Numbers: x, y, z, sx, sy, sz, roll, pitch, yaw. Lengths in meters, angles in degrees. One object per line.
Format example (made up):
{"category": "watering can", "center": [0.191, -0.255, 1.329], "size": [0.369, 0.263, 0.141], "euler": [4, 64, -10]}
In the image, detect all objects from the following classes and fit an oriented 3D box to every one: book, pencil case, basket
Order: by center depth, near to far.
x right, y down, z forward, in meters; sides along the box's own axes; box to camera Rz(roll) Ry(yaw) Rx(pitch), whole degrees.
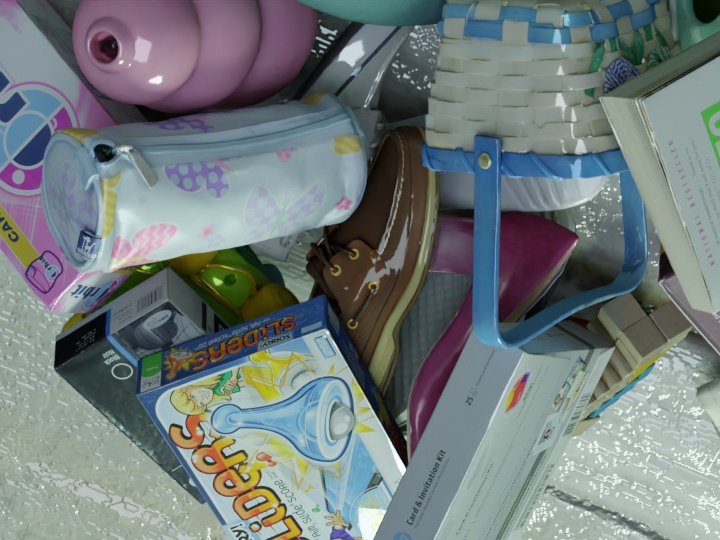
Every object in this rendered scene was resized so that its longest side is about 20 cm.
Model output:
{"category": "book", "center": [0.247, -0.081, 1.160], "size": [0.199, 0.048, 0.135], "euler": [-30, 107, -17]}
{"category": "basket", "center": [0.117, -0.068, 1.220], "size": [0.138, 0.176, 0.202], "euler": [11, 112, 34]}
{"category": "pencil case", "center": [-0.093, -0.057, 1.246], "size": [0.199, 0.083, 0.091], "euler": [-10, 138, -34]}

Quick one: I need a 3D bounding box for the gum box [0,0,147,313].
{"category": "gum box", "center": [-0.209, -0.084, 1.348], "size": [0.113, 0.066, 0.200], "euler": [-43, 74, 12]}

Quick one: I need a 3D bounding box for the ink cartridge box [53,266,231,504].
{"category": "ink cartridge box", "center": [-0.105, 0.090, 1.382], "size": [0.099, 0.039, 0.200], "euler": [-31, 126, 19]}

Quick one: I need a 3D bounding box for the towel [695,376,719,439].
{"category": "towel", "center": [0.357, 0.104, 1.443], "size": [0.199, 0.035, 0.193], "euler": [-29, 113, 19]}

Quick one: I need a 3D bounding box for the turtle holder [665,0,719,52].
{"category": "turtle holder", "center": [0.245, -0.153, 1.271], "size": [0.141, 0.185, 0.132], "euler": [-45, 103, -15]}

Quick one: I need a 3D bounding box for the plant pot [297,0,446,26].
{"category": "plant pot", "center": [0.027, -0.225, 1.238], "size": [0.199, 0.201, 0.135], "euler": [-28, 135, 22]}

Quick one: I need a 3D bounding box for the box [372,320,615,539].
{"category": "box", "center": [0.088, 0.110, 1.316], "size": [0.041, 0.200, 0.157], "euler": [28, 100, 19]}

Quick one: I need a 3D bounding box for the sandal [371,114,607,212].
{"category": "sandal", "center": [0.075, -0.080, 1.373], "size": [0.205, 0.059, 0.080], "euler": [-3, 102, 31]}

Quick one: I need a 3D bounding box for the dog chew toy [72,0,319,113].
{"category": "dog chew toy", "center": [-0.106, -0.152, 1.270], "size": [0.123, 0.200, 0.126], "euler": [7, 107, 22]}

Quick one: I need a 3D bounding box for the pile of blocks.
{"category": "pile of blocks", "center": [0.142, 0.077, 1.448], "size": [0.200, 0.082, 0.062], "euler": [-41, 73, 18]}

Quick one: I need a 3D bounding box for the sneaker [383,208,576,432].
{"category": "sneaker", "center": [0.078, 0.030, 1.420], "size": [0.200, 0.079, 0.079], "euler": [-46, 60, 12]}

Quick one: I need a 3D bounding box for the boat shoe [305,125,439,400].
{"category": "boat shoe", "center": [0.000, 0.000, 1.341], "size": [0.067, 0.072, 0.202], "euler": [8, 114, -21]}

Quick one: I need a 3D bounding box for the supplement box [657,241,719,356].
{"category": "supplement box", "center": [0.297, -0.041, 1.314], "size": [0.200, 0.131, 0.103], "euler": [-38, 106, 23]}

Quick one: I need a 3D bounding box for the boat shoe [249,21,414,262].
{"category": "boat shoe", "center": [-0.016, -0.093, 1.353], "size": [0.065, 0.072, 0.201], "euler": [35, 101, -9]}

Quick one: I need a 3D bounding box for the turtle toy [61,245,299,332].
{"category": "turtle toy", "center": [-0.133, 0.007, 1.421], "size": [0.200, 0.101, 0.146], "euler": [43, 116, -15]}

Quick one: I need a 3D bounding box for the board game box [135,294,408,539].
{"category": "board game box", "center": [-0.045, 0.116, 1.360], "size": [0.134, 0.035, 0.201], "euler": [-20, 128, 13]}

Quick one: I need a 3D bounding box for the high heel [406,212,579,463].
{"category": "high heel", "center": [0.085, 0.063, 1.344], "size": [0.095, 0.067, 0.202], "euler": [7, 90, 11]}
